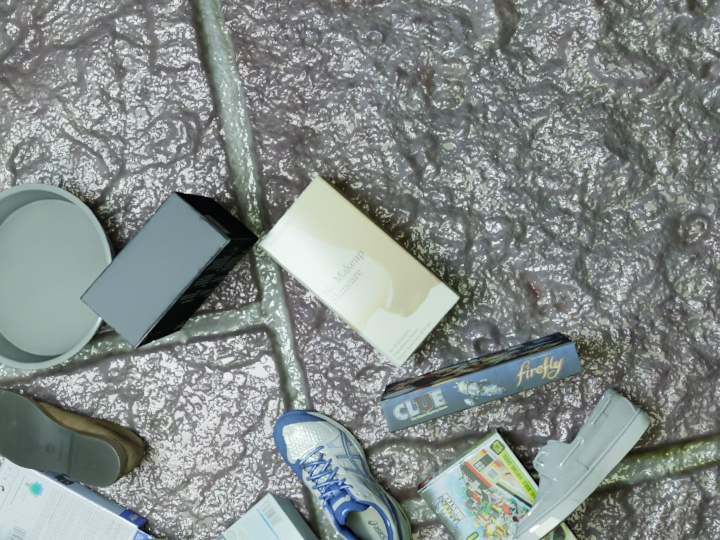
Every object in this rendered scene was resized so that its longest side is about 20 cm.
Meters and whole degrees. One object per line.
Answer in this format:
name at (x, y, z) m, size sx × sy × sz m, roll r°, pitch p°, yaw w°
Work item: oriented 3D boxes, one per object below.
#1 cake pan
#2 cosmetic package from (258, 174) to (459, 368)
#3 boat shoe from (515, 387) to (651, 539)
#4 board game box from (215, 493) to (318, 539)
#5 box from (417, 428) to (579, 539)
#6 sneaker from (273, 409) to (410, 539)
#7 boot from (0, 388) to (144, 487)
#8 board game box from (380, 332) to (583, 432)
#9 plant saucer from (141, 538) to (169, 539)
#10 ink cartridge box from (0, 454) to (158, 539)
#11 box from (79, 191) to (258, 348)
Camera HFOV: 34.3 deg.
cake pan at (-0.348, 0.007, 1.267) m, size 0.200 × 0.037 × 0.201 m, roll -1°, pitch 87°, yaw 18°
cosmetic package at (0.000, 0.000, 1.248) m, size 0.200 × 0.071 × 0.105 m, roll 40°, pitch 94°, yaw 2°
boat shoe at (0.220, 0.203, 1.220) m, size 0.069 × 0.072 × 0.200 m, roll 42°, pitch 76°, yaw 13°
board game box at (-0.119, 0.360, 1.243) m, size 0.200 × 0.064 × 0.148 m, roll -40°, pitch 66°, yaw 2°
box at (0.164, 0.284, 1.260) m, size 0.110 × 0.035 × 0.200 m, roll -37°, pitch 89°, yaw 4°
sneaker at (-0.018, 0.229, 1.245) m, size 0.075 × 0.088 × 0.200 m, roll -44°, pitch 87°, yaw 5°
boot at (-0.330, 0.180, 1.281) m, size 0.200 × 0.075 × 0.074 m, roll 20°, pitch 103°, yaw 17°
board game box at (0.122, 0.113, 1.210) m, size 0.200 × 0.135 × 0.035 m, roll -18°, pitch 90°, yaw 3°
plant saucer at (-0.226, 0.381, 1.216) m, size 0.200 × 0.031 × 0.200 m, roll -4°, pitch 73°, yaw 13°
ink cartridge box at (-0.324, 0.298, 1.290) m, size 0.200 × 0.042 × 0.120 m, roll 27°, pitch 94°, yaw 6°
box at (-0.189, -0.004, 1.195) m, size 0.079 × 0.200 × 0.141 m, roll 39°, pitch 93°, yaw 1°
